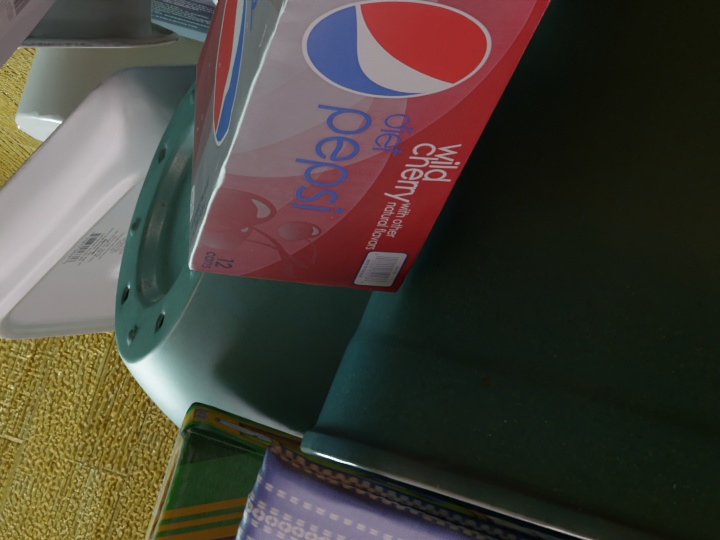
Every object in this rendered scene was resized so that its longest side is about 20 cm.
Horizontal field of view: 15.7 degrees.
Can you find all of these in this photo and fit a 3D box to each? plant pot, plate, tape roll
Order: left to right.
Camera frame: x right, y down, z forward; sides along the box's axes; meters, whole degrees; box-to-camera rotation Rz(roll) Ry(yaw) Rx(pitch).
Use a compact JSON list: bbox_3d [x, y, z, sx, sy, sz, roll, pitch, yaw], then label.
[{"bbox_3d":[-0.084,-0.023,1.153,0.199,0.032,0.199,-5,152,-47],"label":"plate"},{"bbox_3d":[-0.074,-0.077,1.330,0.201,0.071,0.202,18,176,1],"label":"tape roll"},{"bbox_3d":[0.000,0.000,1.006,0.160,0.202,0.200,19,175,-19],"label":"plant pot"},{"bbox_3d":[0.104,-0.005,0.770,0.199,0.189,0.200,18,176,1],"label":"plant pot"}]

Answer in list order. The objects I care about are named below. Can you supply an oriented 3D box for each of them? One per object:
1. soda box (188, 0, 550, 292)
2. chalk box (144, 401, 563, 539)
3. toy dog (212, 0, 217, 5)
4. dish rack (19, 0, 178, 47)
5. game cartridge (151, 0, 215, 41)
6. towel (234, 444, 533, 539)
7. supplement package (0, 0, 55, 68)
[{"bbox_3d":[0.003,-0.070,0.653,0.063,0.071,0.200,7,153,-11],"label":"soda box"},{"bbox_3d":[0.016,0.136,0.883,0.199,0.125,0.124,18,179,-4],"label":"chalk box"},{"bbox_3d":[-0.003,-0.082,0.855,0.131,0.097,0.199,14,173,44],"label":"toy dog"},{"bbox_3d":[-0.168,-0.100,0.840,0.198,0.044,0.172,-1,-170,-19],"label":"dish rack"},{"bbox_3d":[-0.105,-0.131,1.050,0.199,0.042,0.133,17,171,16],"label":"game cartridge"},{"bbox_3d":[0.017,0.143,0.768,0.144,0.201,0.024,19,-141,0],"label":"towel"},{"bbox_3d":[-0.183,-0.113,0.685,0.200,0.120,0.121,40,174,-3],"label":"supplement package"}]
